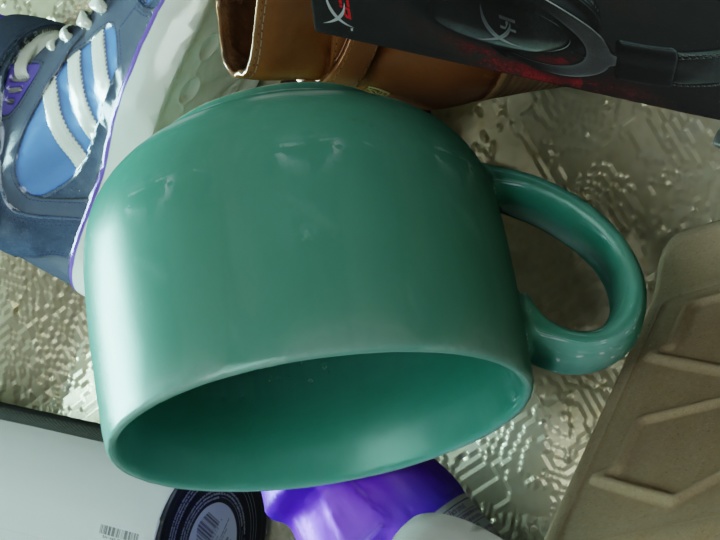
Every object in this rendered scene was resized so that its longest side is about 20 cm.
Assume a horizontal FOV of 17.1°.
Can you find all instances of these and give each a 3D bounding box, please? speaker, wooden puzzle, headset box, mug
[{"bbox_3d":[-0.145,0.102,1.060,0.200,0.081,0.081,9,100,33],"label":"speaker"},{"bbox_3d":[0.165,0.043,0.811,0.185,0.200,0.046,-17,120,34],"label":"wooden puzzle"},{"bbox_3d":[0.084,-0.124,0.736,0.200,0.149,0.077,15,61,13],"label":"headset box"},{"bbox_3d":[-0.010,0.003,0.866,0.152,0.185,0.115,-33,60,45],"label":"mug"}]

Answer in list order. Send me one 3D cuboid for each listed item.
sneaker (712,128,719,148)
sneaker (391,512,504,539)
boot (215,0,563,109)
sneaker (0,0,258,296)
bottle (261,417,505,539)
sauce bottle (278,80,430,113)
[{"bbox_3d":[0.208,-0.082,0.816,0.200,0.071,0.098,-42,70,28],"label":"sneaker"},{"bbox_3d":[0.051,0.181,0.755,0.200,0.116,0.074,49,150,5],"label":"sneaker"},{"bbox_3d":[0.018,-0.160,0.872,0.074,0.155,0.200,166,101,-65],"label":"boot"},{"bbox_3d":[-0.124,-0.096,1.026,0.146,0.081,0.200,35,118,21],"label":"sneaker"},{"bbox_3d":[0.020,0.112,0.937,0.065,0.084,0.200,-42,82,7],"label":"bottle"},{"bbox_3d":[-0.012,-0.047,0.970,0.066,0.066,0.200,38,111,24],"label":"sauce bottle"}]
